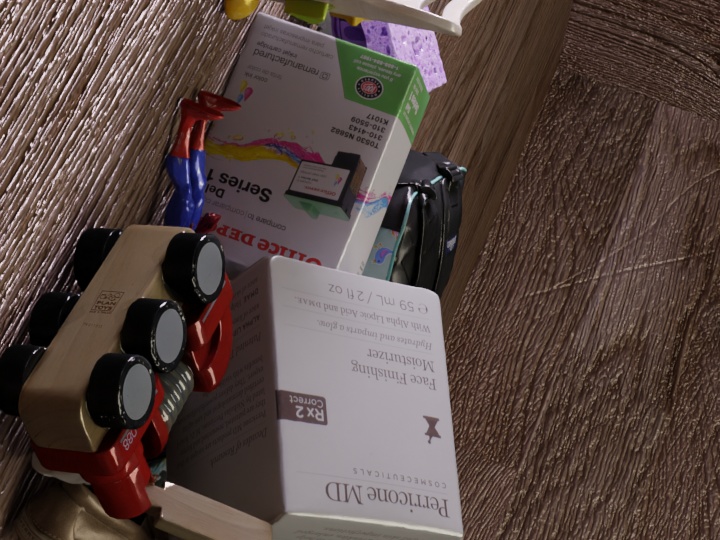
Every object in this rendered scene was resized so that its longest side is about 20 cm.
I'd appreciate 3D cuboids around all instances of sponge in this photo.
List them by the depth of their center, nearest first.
[{"bbox_3d":[0.024,-0.250,1.614,0.111,0.030,0.202,-35,113,-64],"label":"sponge"}]

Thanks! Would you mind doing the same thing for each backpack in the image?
[{"bbox_3d":[0.000,0.000,1.618,0.176,0.152,0.202,-40,138,-66],"label":"backpack"}]

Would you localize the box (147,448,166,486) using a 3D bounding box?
[{"bbox_3d":[-0.190,0.229,1.511,0.136,0.040,0.202,-12,125,-54],"label":"box"}]

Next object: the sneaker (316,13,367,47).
[{"bbox_3d":[0.003,-0.200,1.669,0.081,0.082,0.202,-84,172,-64],"label":"sneaker"}]

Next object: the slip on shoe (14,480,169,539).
[{"bbox_3d":[-0.175,0.185,1.380,0.061,0.076,0.199,-52,148,10],"label":"slip on shoe"}]

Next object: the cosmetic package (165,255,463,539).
[{"bbox_3d":[-0.041,0.122,1.398,0.165,0.164,0.202,-35,-127,46],"label":"cosmetic package"}]

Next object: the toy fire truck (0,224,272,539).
[{"bbox_3d":[-0.127,0.093,1.236,0.177,0.127,0.201,-63,147,-42],"label":"toy fire truck"}]

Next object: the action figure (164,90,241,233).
[{"bbox_3d":[-0.135,-0.031,1.404,0.065,0.051,0.202,-57,167,-70],"label":"action figure"}]

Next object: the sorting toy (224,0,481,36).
[{"bbox_3d":[0.005,-0.228,1.390,0.200,0.178,0.108,-56,164,-56],"label":"sorting toy"}]

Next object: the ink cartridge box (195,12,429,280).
[{"bbox_3d":[-0.048,-0.083,1.487,0.084,0.144,0.202,58,53,-75],"label":"ink cartridge box"}]

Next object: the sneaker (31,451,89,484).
[{"bbox_3d":[-0.182,0.085,1.322,0.200,0.077,0.100,-71,171,-73],"label":"sneaker"}]
